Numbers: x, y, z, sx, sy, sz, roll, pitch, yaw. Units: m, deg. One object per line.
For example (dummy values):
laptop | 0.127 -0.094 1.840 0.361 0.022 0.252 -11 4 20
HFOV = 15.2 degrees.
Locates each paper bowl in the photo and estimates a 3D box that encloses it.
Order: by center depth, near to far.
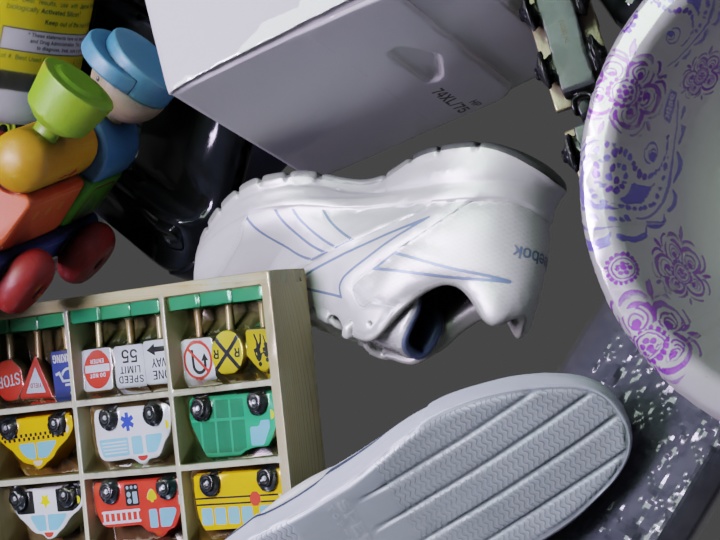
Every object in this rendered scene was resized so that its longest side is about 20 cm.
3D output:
paper bowl | 0.188 -0.033 1.005 0.199 0.104 0.202 -1 87 17

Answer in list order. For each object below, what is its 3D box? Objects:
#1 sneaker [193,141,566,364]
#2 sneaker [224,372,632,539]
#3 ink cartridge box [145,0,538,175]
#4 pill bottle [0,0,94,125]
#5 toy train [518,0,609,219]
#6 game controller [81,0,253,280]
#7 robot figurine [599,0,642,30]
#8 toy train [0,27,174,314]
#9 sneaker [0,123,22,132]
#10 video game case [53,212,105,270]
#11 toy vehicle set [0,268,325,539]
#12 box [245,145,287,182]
sneaker | 0.000 0.000 1.218 0.199 0.074 0.088 -12 63 38
sneaker | 0.021 0.094 1.139 0.199 0.073 0.071 -24 10 10
ink cartridge box | -0.016 -0.174 1.237 0.145 0.147 0.201 -24 66 20
pill bottle | -0.181 -0.181 1.345 0.112 0.112 0.201 22 103 47
toy train | 0.092 -0.095 1.173 0.034 0.046 0.201 -19 74 9
game controller | -0.108 -0.071 1.355 0.200 0.042 0.105 37 107 54
robot figurine | 0.144 -0.196 1.170 0.124 0.151 0.200 -22 45 -5
toy train | -0.157 -0.047 1.226 0.085 0.200 0.116 41 110 7
sneaker | -0.190 -0.157 1.455 0.076 0.075 0.201 18 94 51
video game case | -0.239 0.040 1.352 0.200 0.182 0.023 -35 89 22
toy vehicle set | -0.102 0.071 1.256 0.199 0.026 0.125 -8 87 39
box | -0.042 -0.118 1.357 0.200 0.032 0.121 -48 43 10
